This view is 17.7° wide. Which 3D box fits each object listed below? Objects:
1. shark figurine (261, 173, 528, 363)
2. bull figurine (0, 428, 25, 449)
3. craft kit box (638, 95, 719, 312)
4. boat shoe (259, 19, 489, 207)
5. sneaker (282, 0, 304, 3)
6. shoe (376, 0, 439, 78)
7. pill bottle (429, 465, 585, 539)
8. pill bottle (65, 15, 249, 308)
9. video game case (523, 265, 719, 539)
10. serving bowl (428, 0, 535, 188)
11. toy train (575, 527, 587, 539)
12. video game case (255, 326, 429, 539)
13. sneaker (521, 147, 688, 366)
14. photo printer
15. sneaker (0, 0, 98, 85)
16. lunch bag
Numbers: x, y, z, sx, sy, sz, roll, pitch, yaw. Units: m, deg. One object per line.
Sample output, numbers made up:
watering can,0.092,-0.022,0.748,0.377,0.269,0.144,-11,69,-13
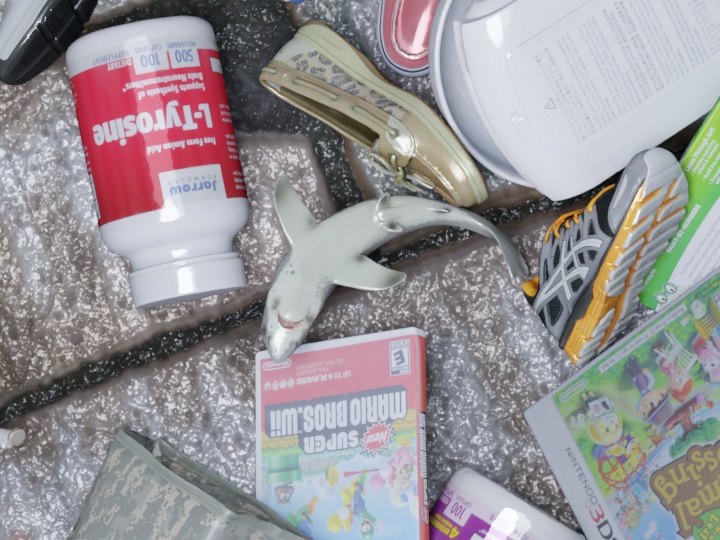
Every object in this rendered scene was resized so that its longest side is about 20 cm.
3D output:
shark figurine,0.012,-0.017,1.702,0.214,0.090,0.128,-18,77,-13
bull figurine,-0.323,0.124,1.706,0.121,0.065,0.200,35,97,36
craft kit box,0.303,-0.016,1.650,0.197,0.200,0.049,29,43,1
boat shoe,0.012,-0.103,1.693,0.063,0.073,0.200,-43,63,-11
sneaker,-0.046,-0.304,1.717,0.077,0.085,0.200,-5,86,2
shoe,0.065,-0.241,1.706,0.071,0.091,0.200,23,88,3
pill bottle,0.068,0.252,1.671,0.112,0.112,0.200,31,88,3
pill bottle,-0.144,-0.078,1.695,0.112,0.112,0.200,-12,87,1
video game case,0.230,0.123,1.646,0.200,0.022,0.182,-39,62,25
serving bowl,0.136,-0.164,1.696,0.200,0.066,0.200,-5,105,-19
toy train,0.177,0.219,1.703,0.046,0.034,0.200,11,87,31
video game case,-0.015,0.148,1.674,0.143,0.017,0.200,-10,73,32
sneaker,0.168,-0.017,1.649,0.078,0.200,0.077,-28,62,-39
photo printer,0.171,-0.157,1.636,0.200,0.069,0.166,-34,113,-8
sneaker,-0.249,-0.242,1.736,0.115,0.076,0.201,28,80,12
lunch bag,-0.147,0.219,1.666,0.118,0.200,0.164,27,91,-40
